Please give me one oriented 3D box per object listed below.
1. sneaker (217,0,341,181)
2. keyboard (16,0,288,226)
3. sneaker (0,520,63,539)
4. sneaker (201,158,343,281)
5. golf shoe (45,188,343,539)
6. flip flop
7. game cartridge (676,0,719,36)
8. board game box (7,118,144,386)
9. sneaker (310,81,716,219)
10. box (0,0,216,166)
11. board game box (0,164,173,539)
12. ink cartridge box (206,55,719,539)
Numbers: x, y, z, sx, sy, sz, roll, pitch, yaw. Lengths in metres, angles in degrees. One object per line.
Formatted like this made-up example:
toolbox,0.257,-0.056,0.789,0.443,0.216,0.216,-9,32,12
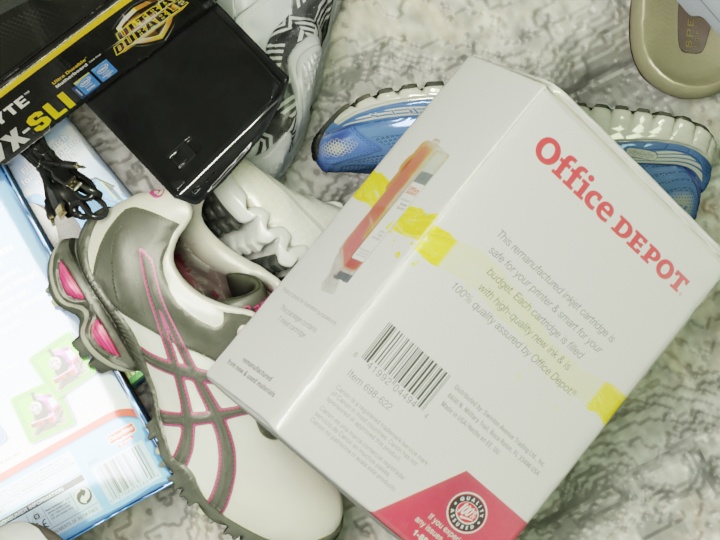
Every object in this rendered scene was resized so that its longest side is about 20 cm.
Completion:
sneaker,-0.069,-0.137,1.437,0.115,0.075,0.200,14,83,2
keyboard,-0.125,-0.095,1.372,0.127,0.021,0.200,-44,53,1
sneaker,-0.116,0.172,1.388,0.082,0.200,0.077,-39,49,-14
sneaker,0.000,0.000,1.413,0.200,0.075,0.081,39,71,-24
golf shoe,-0.063,0.051,1.368,0.088,0.077,0.200,-29,105,33
flip flop,0.170,-0.187,1.444,0.081,0.058,0.200,5,88,0
game cartridge,0.180,-0.228,1.396,0.133,0.040,0.200,42,59,-22
board game box,-0.188,-0.009,1.441,0.151,0.037,0.200,-40,88,-1
sneaker,0.074,-0.042,1.429,0.200,0.079,0.089,8,85,0
box,-0.177,-0.155,1.390,0.160,0.049,0.200,-35,53,5
board game box,-0.200,0.050,1.395,0.151,0.037,0.200,-29,90,-1
ink cartridge box,0.052,0.023,1.338,0.145,0.083,0.200,42,85,-30
